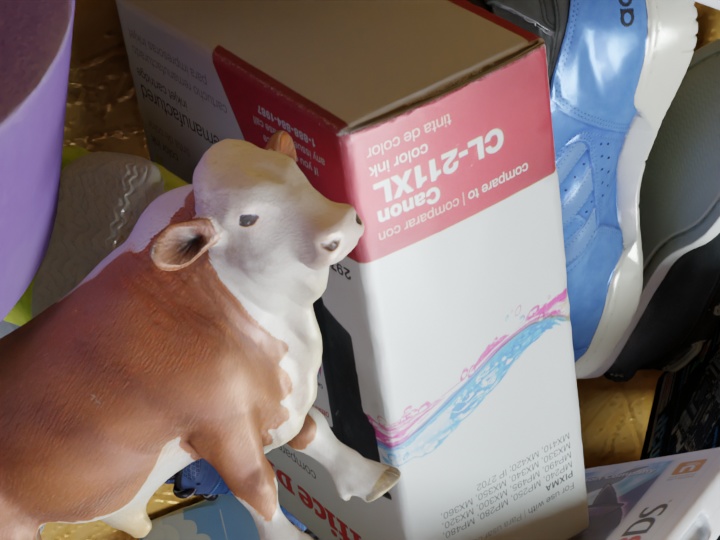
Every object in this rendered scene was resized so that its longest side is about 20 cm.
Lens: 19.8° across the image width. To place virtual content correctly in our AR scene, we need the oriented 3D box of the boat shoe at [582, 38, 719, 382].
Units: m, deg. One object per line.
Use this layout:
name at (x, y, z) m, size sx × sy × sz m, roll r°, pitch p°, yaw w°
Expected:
boat shoe at (0.142, -0.024, 0.865) m, size 0.060 × 0.076 × 0.200 m, roll 2°, pitch 148°, yaw -22°

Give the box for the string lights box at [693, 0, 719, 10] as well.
string lights box at (0.211, -0.131, 0.776) m, size 0.199 × 0.059 × 0.103 m, roll 14°, pitch 131°, yaw -33°

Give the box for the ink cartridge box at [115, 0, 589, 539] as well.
ink cartridge box at (0.000, 0.000, 0.723) m, size 0.082 × 0.145 × 0.201 m, roll -26°, pitch 126°, yaw -25°

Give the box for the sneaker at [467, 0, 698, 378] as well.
sneaker at (0.057, -0.033, 0.809) m, size 0.110 × 0.077 × 0.201 m, roll -9°, pitch 135°, yaw -20°

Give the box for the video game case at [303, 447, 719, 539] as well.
video game case at (0.025, 0.122, 0.758) m, size 0.199 × 0.182 × 0.023 m, roll -14°, pitch 103°, yaw 34°

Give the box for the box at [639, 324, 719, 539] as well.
box at (0.173, 0.063, 0.880) m, size 0.046 × 0.200 × 0.159 m, roll 31°, pitch 125°, yaw -4°

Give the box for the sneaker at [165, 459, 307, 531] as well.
sneaker at (-0.043, 0.068, 0.900) m, size 0.089 × 0.079 × 0.201 m, roll -19°, pitch 132°, yaw 12°

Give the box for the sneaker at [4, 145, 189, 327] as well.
sneaker at (-0.092, -0.003, 0.739) m, size 0.105 × 0.199 × 0.076 m, roll 26°, pitch 87°, yaw -60°

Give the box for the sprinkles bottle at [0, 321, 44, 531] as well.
sprinkles bottle at (-0.158, 0.085, 0.869) m, size 0.068 × 0.069 × 0.201 m, roll 6°, pitch 134°, yaw -27°

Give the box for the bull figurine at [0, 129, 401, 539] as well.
bull figurine at (-0.064, 0.045, 0.629) m, size 0.199 × 0.065 × 0.122 m, roll -30°, pitch 101°, yaw 24°

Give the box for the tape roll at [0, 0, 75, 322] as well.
tape roll at (-0.184, -0.057, 0.597) m, size 0.198 × 0.201 × 0.085 m, roll -4°, pitch 139°, yaw -17°

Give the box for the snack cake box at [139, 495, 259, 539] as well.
snack cake box at (-0.042, 0.216, 0.958) m, size 0.067 × 0.201 × 0.115 m, roll -19°, pitch 140°, yaw 2°
